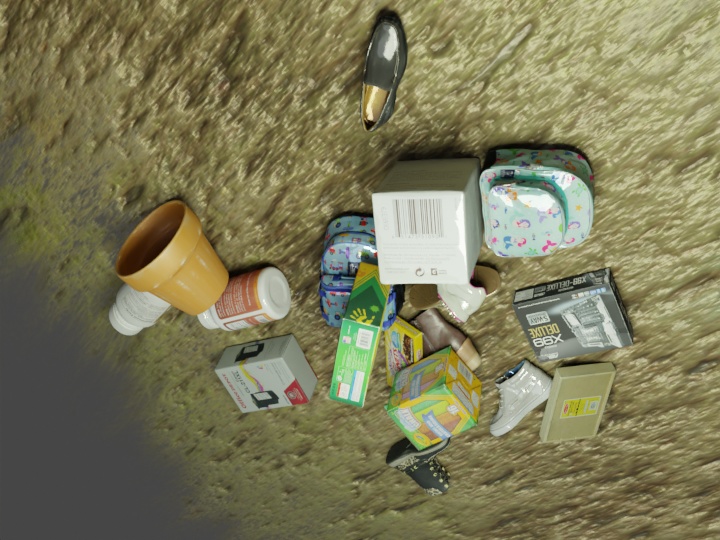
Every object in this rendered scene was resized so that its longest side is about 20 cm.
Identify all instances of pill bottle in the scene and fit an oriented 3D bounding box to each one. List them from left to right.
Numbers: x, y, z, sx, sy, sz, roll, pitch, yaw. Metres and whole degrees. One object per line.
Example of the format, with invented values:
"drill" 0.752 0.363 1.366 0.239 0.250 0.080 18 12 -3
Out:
"pill bottle" -0.488 0.062 1.880 0.114 0.115 0.199 40 129 -14
"pill bottle" -0.258 0.067 1.805 0.196 0.113 0.114 -14 121 28

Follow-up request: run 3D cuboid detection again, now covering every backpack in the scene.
"backpack" 0.000 0.000 1.651 0.178 0.136 0.204 7 126 13
"backpack" 0.309 -0.117 1.449 0.195 0.152 0.181 -1 125 14

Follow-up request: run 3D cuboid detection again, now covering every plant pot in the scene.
"plant pot" -0.381 -0.010 1.746 0.197 0.203 0.184 -19 130 30

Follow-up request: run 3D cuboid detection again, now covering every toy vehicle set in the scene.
"toy vehicle set" 0.454 0.280 1.742 0.121 0.027 0.204 -4 129 -9

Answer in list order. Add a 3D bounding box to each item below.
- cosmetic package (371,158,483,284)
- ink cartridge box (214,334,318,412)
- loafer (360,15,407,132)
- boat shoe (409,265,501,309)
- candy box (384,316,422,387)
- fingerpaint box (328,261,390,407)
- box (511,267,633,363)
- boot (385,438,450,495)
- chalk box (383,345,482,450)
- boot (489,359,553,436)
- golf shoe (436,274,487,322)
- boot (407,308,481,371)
"cosmetic package" 0.125 -0.091 1.473 0.161 0.200 0.169 1 113 18
"ink cartridge box" -0.220 0.246 1.947 0.196 0.084 0.148 -13 122 27
"loafer" 0.037 -0.331 1.422 0.071 0.073 0.204 13 129 10
"boat shoe" 0.194 0.036 1.660 0.196 0.062 0.075 -10 78 29
"candy box" 0.094 0.193 1.804 0.102 0.026 0.204 34 141 40
"fingerpaint box" 0.000 0.118 1.542 0.071 0.168 0.203 13 129 3
"box" 0.416 0.092 1.627 0.196 0.050 0.160 -14 120 28
"boot" 0.174 0.456 1.981 0.153 0.074 0.202 42 132 -18
"chalk box" 0.137 0.274 1.723 0.198 0.125 0.125 -31 112 29
"boot" 0.323 0.271 1.793 0.095 0.074 0.201 38 121 -5
"golf shoe" 0.168 0.000 1.609 0.091 0.075 0.202 -37 75 10
"boot" 0.154 0.176 1.791 0.166 0.072 0.200 45 132 1
